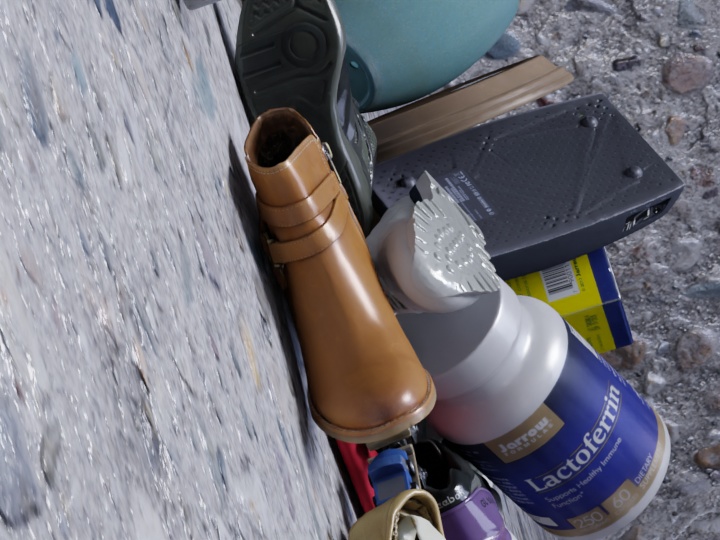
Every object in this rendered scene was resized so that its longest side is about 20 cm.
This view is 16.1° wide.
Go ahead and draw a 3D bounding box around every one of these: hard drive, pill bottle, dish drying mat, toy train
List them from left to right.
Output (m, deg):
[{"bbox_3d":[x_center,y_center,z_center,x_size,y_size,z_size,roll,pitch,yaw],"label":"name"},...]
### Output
[{"bbox_3d":[0.008,0.146,1.653,0.077,0.018,0.200,-98,171,-63],"label":"dish drying mat"},{"bbox_3d":[0.015,0.090,1.611,0.200,0.034,0.046,-101,169,-46],"label":"toy train"},{"bbox_3d":[0.114,-0.053,1.814,0.135,0.200,0.042,54,-25,43],"label":"hard drive"},{"bbox_3d":[0.113,0.089,1.731,0.200,0.116,0.116,43,23,-35],"label":"pill bottle"}]

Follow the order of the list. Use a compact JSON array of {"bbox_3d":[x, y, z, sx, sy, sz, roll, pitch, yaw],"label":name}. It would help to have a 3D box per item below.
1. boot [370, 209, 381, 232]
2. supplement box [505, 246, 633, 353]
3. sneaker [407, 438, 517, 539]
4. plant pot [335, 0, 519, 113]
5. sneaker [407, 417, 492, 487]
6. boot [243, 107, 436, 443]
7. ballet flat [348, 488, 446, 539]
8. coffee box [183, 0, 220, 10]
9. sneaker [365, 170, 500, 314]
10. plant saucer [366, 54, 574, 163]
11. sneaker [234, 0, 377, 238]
[{"bbox_3d":[0.000,0.000,1.783,0.200,0.074,0.075,-95,158,-56],"label":"boot"},{"bbox_3d":[0.090,0.020,1.903,0.109,0.200,0.110,61,12,-68],"label":"supplement box"},{"bbox_3d":[0.052,0.143,1.717,0.088,0.076,0.200,63,-7,-15],"label":"sneaker"},{"bbox_3d":[0.000,-0.195,1.893,0.135,0.200,0.200,-58,144,-32],"label":"plant pot"},{"bbox_3d":[0.064,0.135,1.855,0.080,0.070,0.200,28,-17,31],"label":"sneaker"},{"bbox_3d":[-0.016,0.000,1.518,0.200,0.077,0.155,-103,176,-61],"label":"boot"},{"bbox_3d":[0.035,0.205,1.456,0.069,0.063,0.200,25,33,-34],"label":"ballet flat"},{"bbox_3d":[-0.049,-0.314,1.516,0.198,0.200,0.200,-101,172,-53],"label":"coffee box"},{"bbox_3d":[0.035,-0.001,1.625,0.076,0.080,0.200,50,9,-6],"label":"sneaker"},{"bbox_3d":[0.059,-0.114,1.859,0.200,0.200,0.029,-56,125,-83],"label":"plant saucer"},{"bbox_3d":[-0.036,-0.115,1.724,0.114,0.076,0.200,-91,167,-78],"label":"sneaker"}]
